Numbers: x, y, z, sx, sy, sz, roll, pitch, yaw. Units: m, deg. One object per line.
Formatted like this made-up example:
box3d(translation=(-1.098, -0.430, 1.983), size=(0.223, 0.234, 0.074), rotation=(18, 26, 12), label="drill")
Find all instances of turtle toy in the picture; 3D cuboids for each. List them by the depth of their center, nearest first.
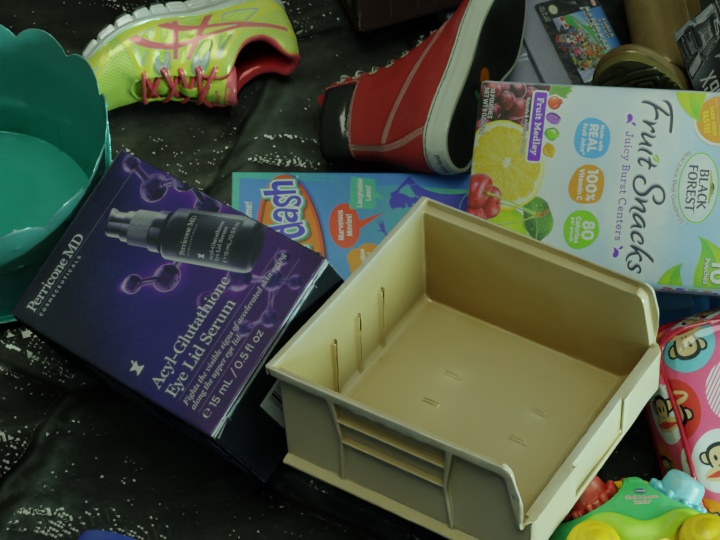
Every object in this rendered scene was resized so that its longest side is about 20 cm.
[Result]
box3d(translation=(0.162, 0.192, 1.378), size=(0.198, 0.146, 0.102), rotation=(-2, 50, -4), label="turtle toy")

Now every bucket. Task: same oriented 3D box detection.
box3d(translation=(-0.282, -0.068, 1.507), size=(0.205, 0.135, 0.208), rotation=(1, 59, -1), label="bucket")

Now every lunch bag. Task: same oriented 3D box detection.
box3d(translation=(0.308, 0.103, 1.450), size=(0.199, 0.082, 0.177), rotation=(-15, 88, -11), label="lunch bag")

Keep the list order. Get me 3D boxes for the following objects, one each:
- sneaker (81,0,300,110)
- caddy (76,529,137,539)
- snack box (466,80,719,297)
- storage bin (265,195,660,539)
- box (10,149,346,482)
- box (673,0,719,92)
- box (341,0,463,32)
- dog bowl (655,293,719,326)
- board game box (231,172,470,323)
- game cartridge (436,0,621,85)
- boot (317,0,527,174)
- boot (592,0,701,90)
box3d(translation=(-0.135, -0.163, 1.604), size=(0.199, 0.078, 0.091), rotation=(-25, 66, -17), label="sneaker")
box3d(translation=(-0.136, 0.260, 1.319), size=(0.199, 0.142, 0.105), rotation=(23, 58, 11), label="caddy")
box3d(translation=(0.179, -0.060, 1.466), size=(0.198, 0.053, 0.143), rotation=(5, 84, 18), label="snack box")
box3d(translation=(0.075, 0.072, 1.370), size=(0.198, 0.094, 0.200), rotation=(21, 46, 25), label="storage bin")
box3d(translation=(-0.119, 0.031, 1.433), size=(0.199, 0.104, 0.149), rotation=(27, 78, 27), label="box")
box3d(translation=(0.343, -0.117, 1.552), size=(0.199, 0.050, 0.159), rotation=(3, 62, -40), label="box")
box3d(translation=(0.060, -0.326, 1.643), size=(0.199, 0.167, 0.165), rotation=(-17, 49, -11), label="box")
box3d(translation=(0.251, 0.007, 1.540), size=(0.198, 0.050, 0.112), rotation=(-8, 60, -7), label="dog bowl")
box3d(translation=(0.000, 0.000, 1.534), size=(0.198, 0.045, 0.153), rotation=(-1, 60, -3), label="board game box")
box3d(translation=(0.154, -0.158, 1.643), size=(0.129, 0.038, 0.201), rotation=(-18, 62, -8), label="game cartridge")
box3d(translation=(0.043, -0.166, 1.604), size=(0.143, 0.073, 0.201), rotation=(6, 57, 33), label="boot")
box3d(translation=(0.224, -0.186, 1.591), size=(0.066, 0.175, 0.201), rotation=(-20, 53, 23), label="boot")
